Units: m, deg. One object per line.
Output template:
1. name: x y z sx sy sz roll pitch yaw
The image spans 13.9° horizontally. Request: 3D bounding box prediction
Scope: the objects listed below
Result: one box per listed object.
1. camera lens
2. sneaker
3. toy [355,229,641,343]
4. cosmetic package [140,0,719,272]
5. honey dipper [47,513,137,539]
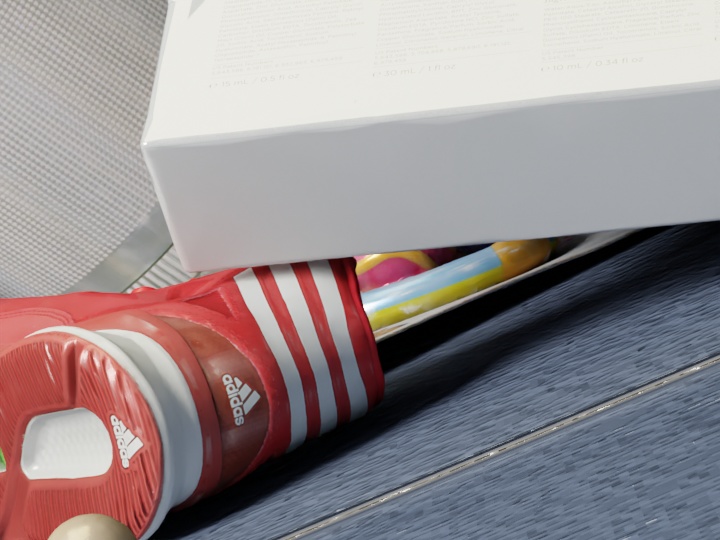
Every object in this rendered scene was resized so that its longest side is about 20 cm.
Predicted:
1. camera lens: -0.108 -0.066 0.986 0.160 0.200 0.160 -33 38 31
2. sneaker: -0.064 0.034 0.810 0.115 0.079 0.200 -16 12 -33
3. toy: 0.000 0.000 0.923 0.200 0.047 0.115 -27 8 -30
4. cosmetic package: 0.052 -0.076 0.771 0.200 0.052 0.151 -5 46 12
5. honey dipper: -0.084 0.078 0.558 0.038 0.038 0.200 -21 2 21
